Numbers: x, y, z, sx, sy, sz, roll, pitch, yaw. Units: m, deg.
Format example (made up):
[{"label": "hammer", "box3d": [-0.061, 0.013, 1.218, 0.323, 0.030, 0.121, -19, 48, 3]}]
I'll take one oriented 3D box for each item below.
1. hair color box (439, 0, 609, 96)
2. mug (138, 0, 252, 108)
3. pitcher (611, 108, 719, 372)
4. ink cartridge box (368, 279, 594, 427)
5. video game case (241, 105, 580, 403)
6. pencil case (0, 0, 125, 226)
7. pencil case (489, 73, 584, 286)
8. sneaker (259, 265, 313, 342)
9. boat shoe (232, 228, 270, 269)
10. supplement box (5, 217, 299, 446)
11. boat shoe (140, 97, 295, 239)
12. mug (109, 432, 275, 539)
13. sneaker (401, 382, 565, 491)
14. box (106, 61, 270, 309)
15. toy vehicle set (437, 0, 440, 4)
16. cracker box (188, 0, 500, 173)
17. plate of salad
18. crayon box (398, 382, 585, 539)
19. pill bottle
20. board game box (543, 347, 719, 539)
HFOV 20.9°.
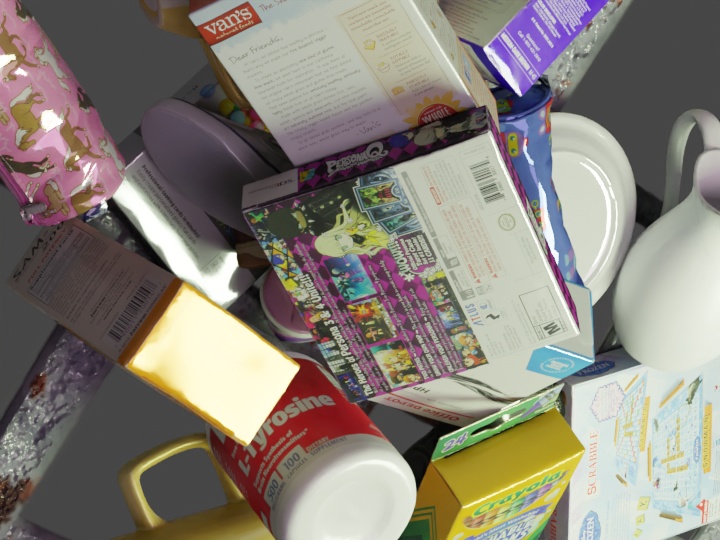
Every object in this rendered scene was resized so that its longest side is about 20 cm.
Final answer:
[{"label": "hair color box", "box3d": [0.147, -0.238, 1.535, 0.200, 0.109, 0.065, -48, 126, -6]}, {"label": "mug", "box3d": [-0.079, -0.218, 1.360, 0.153, 0.149, 0.187, -23, 85, -14]}, {"label": "pitcher", "box3d": [0.288, -0.024, 1.709, 0.121, 0.172, 0.200, 1, 137, -20]}, {"label": "ink cartridge box", "box3d": [0.075, 0.064, 1.542, 0.116, 0.200, 0.068, 19, 57, -31]}, {"label": "video game case", "box3d": [0.038, -0.006, 1.365, 0.181, 0.036, 0.200, -18, 129, 13]}, {"label": "pencil case", "box3d": [-0.242, -0.121, 1.350, 0.083, 0.087, 0.200, -22, 125, 12]}, {"label": "pencil case", "box3d": [0.129, -0.056, 1.563, 0.078, 0.087, 0.200, -9, 117, 8]}, {"label": "sneaker", "box3d": [0.000, 0.000, 1.559, 0.200, 0.088, 0.081, -28, 78, -23]}, {"label": "boat shoe", "box3d": [-0.004, -0.054, 1.486, 0.200, 0.072, 0.072, -13, 89, -13]}, {"label": "supplement box", "box3d": [-0.152, 0.039, 1.398, 0.126, 0.200, 0.074, 38, 83, -37]}, {"label": "boat shoe", "box3d": [-0.067, -0.065, 1.420, 0.200, 0.074, 0.065, 38, 45, -6]}, {"label": "mug", "box3d": [-0.109, 0.239, 1.552, 0.153, 0.149, 0.187, -23, 127, -33]}, {"label": "sneaker", "box3d": [0.106, 0.166, 1.698, 0.200, 0.076, 0.114, -52, 131, -1]}, {"label": "box", "box3d": [-0.089, -0.083, 1.491, 0.200, 0.041, 0.156, -44, 127, -12]}, {"label": "toy vehicle set", "box3d": [0.040, -0.199, 1.447, 0.026, 0.124, 0.200, 25, 72, 2]}, {"label": "cracker box", "box3d": [-0.008, -0.141, 1.307, 0.134, 0.058, 0.200, -22, 130, 17]}, {"label": "plate of salad", "box3d": [0.147, -0.039, 1.656, 0.200, 0.048, 0.200, -12, 114, -27]}, {"label": "crayon box", "box3d": [0.104, 0.185, 1.597, 0.126, 0.052, 0.200, -21, 151, -26]}, {"label": "pill bottle", "box3d": [-0.050, 0.133, 1.498, 0.112, 0.200, 0.112, -15, 125, -23]}, {"label": "board game box", "box3d": [0.262, 0.163, 1.821, 0.199, 0.041, 0.200, -14, 117, -28]}]
